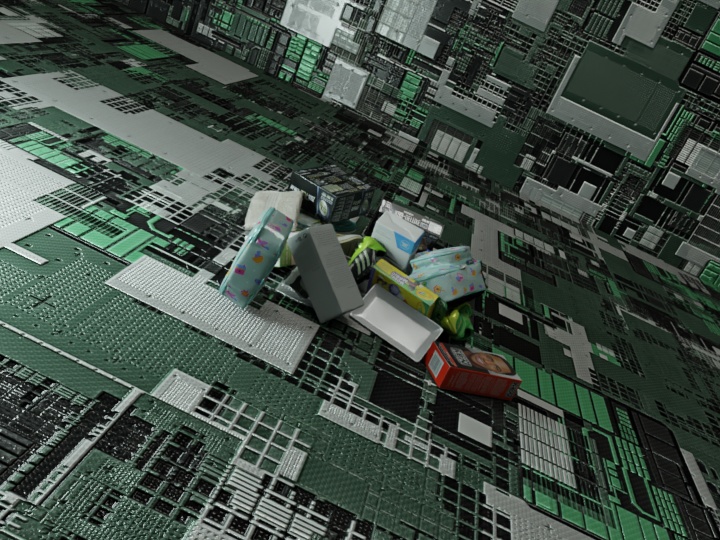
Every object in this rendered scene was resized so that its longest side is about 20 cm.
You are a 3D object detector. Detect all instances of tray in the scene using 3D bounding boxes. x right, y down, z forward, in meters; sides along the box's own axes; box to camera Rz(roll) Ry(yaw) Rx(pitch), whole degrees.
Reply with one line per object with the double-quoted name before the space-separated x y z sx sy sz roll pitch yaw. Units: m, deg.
"tray" 0.082 0.123 1.584 0.199 0.022 0.107 33 63 20

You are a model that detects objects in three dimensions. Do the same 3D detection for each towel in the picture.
"towel" -0.219 -0.156 1.762 0.130 0.035 0.201 -1 32 1
"towel" -0.186 -0.138 1.867 0.198 0.049 0.171 19 17 15

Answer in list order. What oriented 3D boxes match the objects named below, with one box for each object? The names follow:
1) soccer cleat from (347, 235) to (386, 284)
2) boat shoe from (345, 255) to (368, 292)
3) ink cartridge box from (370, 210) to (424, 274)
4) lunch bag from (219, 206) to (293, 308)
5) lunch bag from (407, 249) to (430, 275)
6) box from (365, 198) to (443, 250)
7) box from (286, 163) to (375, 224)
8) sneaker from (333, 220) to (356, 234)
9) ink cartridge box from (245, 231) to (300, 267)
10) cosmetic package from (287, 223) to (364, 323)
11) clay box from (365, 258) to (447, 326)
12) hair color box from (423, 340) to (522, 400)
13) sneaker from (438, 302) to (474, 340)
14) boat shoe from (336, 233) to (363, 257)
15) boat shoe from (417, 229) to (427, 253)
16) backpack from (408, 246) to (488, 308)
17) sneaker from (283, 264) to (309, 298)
"soccer cleat" 0.000 0.000 1.673 0.081 0.068 0.201 34 57 -2
"boat shoe" -0.008 -0.001 1.743 0.198 0.070 0.071 24 20 -16
"ink cartridge box" 0.075 -0.037 1.778 0.115 0.202 0.067 28 40 11
"lunch bag" -0.218 -0.028 1.435 0.077 0.201 0.161 31 22 -11
"lunch bag" 0.165 -0.012 1.938 0.159 0.083 0.200 6 30 -44
"box" 0.128 -0.118 2.040 0.198 0.158 0.050 22 63 -5
"box" -0.082 -0.216 1.914 0.163 0.087 0.199 31 28 23
"sneaker" -0.100 -0.161 1.988 0.198 0.080 0.078 21 22 -10
"ink cartridge box" -0.169 -0.054 1.650 0.116 0.068 0.199 6 10 35
"cosmetic package" -0.077 0.005 1.533 0.101 0.071 0.202 -15 81 -58
"clay box" 0.106 0.073 1.638 0.199 0.116 0.047 34 47 22
"hair color box" 0.250 0.224 1.535 0.198 0.062 0.102 14 24 -26
"sneaker" 0.245 0.135 1.735 0.084 0.074 0.200 62 21 3
"boat shoe" -0.065 -0.070 1.830 0.068 0.075 0.199 39 29 27
"boat shoe" 0.085 -0.052 1.856 0.072 0.198 0.060 25 48 -68
"backpack" 0.199 0.026 1.717 0.175 0.155 0.199 -13 8 45
"sneaker" -0.105 0.021 1.619 0.080 0.074 0.200 50 27 8
